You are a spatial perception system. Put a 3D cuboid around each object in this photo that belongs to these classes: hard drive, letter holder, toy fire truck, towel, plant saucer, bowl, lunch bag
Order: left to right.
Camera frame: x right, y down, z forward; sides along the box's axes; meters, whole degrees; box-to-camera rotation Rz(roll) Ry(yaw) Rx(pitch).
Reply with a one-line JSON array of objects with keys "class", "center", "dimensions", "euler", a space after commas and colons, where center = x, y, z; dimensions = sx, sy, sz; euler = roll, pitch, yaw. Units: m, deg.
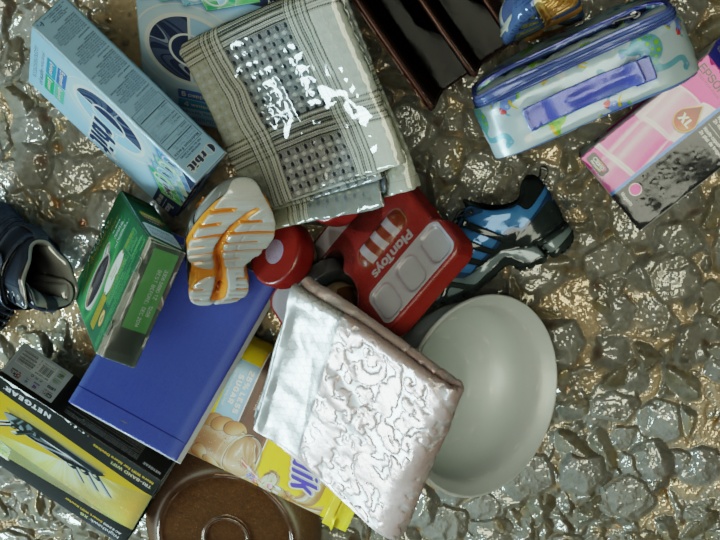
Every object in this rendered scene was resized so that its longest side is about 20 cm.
[{"class": "hard drive", "center": [-0.185, 0.074, 1.316], "dimensions": [0.131, 0.025, 0.201], "euler": [25, 76, 18]}, {"class": "plant saucer", "center": [-0.142, 0.287, 1.438], "dimensions": [0.199, 0.035, 0.201], "euler": [2, 106, 7]}, {"class": "towel", "center": [-0.058, -0.136, 1.172], "dimensions": [0.192, 0.035, 0.201], "euler": [-14, 107, 35]}, {"class": "towel", "center": [-0.009, 0.130, 1.222], "dimensions": [0.191, 0.032, 0.201], "euler": [35, 130, 21]}, {"class": "toy fire truck", "center": [0.000, 0.000, 1.249], "dimensions": [0.200, 0.112, 0.168], "euler": [-50, 50, 17]}, {"class": "letter holder", "center": [0.049, -0.260, 1.192], "dimensions": [0.100, 0.142, 0.200], "euler": [-33, 99, 16]}, {"class": "bowl", "center": [0.094, 0.116, 1.301], "dimensions": [0.090, 0.200, 0.202], "euler": [11, 115, 52]}, {"class": "lunch bag", "center": [0.199, -0.175, 1.185], "dimensions": [0.199, 0.161, 0.083], "euler": [-23, 102, 15]}]

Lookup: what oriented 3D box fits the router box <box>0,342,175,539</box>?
[{"class": "router box", "center": [-0.300, 0.186, 1.385], "dimensions": [0.199, 0.052, 0.157], "euler": [33, 137, 0]}]

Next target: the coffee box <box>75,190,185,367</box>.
[{"class": "coffee box", "center": [-0.226, 0.003, 1.273], "dimensions": [0.044, 0.200, 0.123], "euler": [23, 96, -23]}]

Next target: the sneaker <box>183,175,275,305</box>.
[{"class": "sneaker", "center": [-0.131, -0.039, 1.226], "dimensions": [0.078, 0.200, 0.078], "euler": [-1, 64, -18]}]

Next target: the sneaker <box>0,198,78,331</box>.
[{"class": "sneaker", "center": [-0.366, 0.040, 1.348], "dimensions": [0.146, 0.077, 0.203], "euler": [28, 111, 33]}]

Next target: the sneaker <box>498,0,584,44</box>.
[{"class": "sneaker", "center": [0.147, -0.251, 1.152], "dimensions": [0.075, 0.200, 0.089], "euler": [-21, 94, 11]}]

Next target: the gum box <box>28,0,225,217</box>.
[{"class": "gum box", "center": [-0.226, -0.148, 1.250], "dimensions": [0.200, 0.170, 0.045], "euler": [44, 73, -5]}]

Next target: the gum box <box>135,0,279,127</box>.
[{"class": "gum box", "center": [-0.120, -0.213, 1.228], "dimensions": [0.169, 0.045, 0.200], "euler": [13, 144, 6]}]

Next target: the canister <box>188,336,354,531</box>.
[{"class": "canister", "center": [-0.075, 0.161, 1.363], "dimensions": [0.199, 0.087, 0.149], "euler": [25, 105, 3]}]

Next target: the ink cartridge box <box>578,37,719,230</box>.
[{"class": "ink cartridge box", "center": [0.313, -0.137, 1.247], "dimensions": [0.200, 0.037, 0.095], "euler": [-40, 97, 15]}]

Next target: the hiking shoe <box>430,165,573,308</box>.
[{"class": "hiking shoe", "center": [0.106, -0.025, 1.297], "dimensions": [0.199, 0.074, 0.087], "euler": [-24, 94, 4]}]
